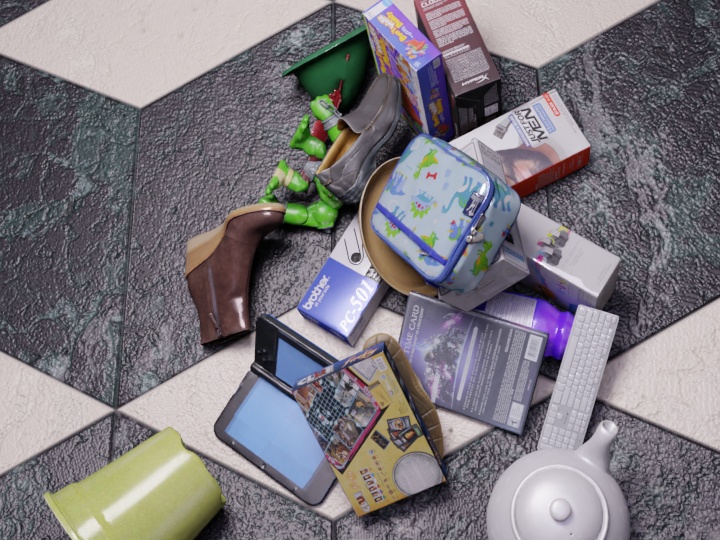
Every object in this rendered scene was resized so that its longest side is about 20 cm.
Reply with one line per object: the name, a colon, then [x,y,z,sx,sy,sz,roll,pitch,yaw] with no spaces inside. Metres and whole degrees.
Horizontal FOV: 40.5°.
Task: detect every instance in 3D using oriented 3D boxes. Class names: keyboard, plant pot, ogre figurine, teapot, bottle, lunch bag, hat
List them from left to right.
plant pot: [-0.286,0.315,1.295,0.184,0.201,0.200,-39,67,-18]
ogre figurine: [-0.062,-0.146,1.453,0.119,0.098,0.202,27,85,-9]
hat: [-0.020,-0.263,1.529,0.198,0.166,0.178,-24,99,23]
plant pot: [0.072,-0.060,1.389,0.027,0.198,0.203,-16,58,52]
lunch bag: [0.104,-0.073,1.262,0.162,0.082,0.200,-60,38,13]
bottle: [0.231,0.078,1.346,0.196,0.065,0.085,12,76,14]
teapot: [0.243,0.312,1.211,0.194,0.146,0.203,-13,68,5]
keyboard: [0.289,0.150,1.298,0.055,0.011,0.204,16,93,3]

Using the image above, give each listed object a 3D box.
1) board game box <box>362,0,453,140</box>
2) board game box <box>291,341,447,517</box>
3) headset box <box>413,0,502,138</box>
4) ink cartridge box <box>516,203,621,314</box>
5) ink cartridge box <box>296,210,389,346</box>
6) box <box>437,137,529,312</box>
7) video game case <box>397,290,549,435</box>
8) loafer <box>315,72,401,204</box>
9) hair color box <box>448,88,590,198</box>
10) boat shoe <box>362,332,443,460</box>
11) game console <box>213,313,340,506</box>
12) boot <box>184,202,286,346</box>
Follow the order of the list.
board game box: [0.073,-0.286,1.437,0.044,0.201,0.135,-34,63,-6]
board game box: [0.013,0.209,1.274,0.134,0.035,0.202,-23,105,10]
headset box: [0.144,-0.316,1.468,0.076,0.149,0.203,-21,68,0]
ink cartridge box: [0.254,-0.018,1.352,0.198,0.115,0.068,32,77,20]
ink cartridge box: [0.000,0.000,1.429,0.093,0.044,0.202,27,76,20]
box: [0.149,-0.062,1.314,0.116,0.060,0.203,-35,49,33]
video game case: [0.144,0.125,1.332,0.197,0.019,0.145,17,105,17]
loafer: [0.000,-0.198,1.384,0.072,0.072,0.203,0,65,52]
hair color box: [0.226,-0.169,1.444,0.198,0.064,0.112,-28,68,0]
boat shoe: [0.060,0.175,1.324,0.073,0.066,0.203,-19,96,2]
game console: [-0.097,0.190,1.340,0.198,0.172,0.118,31,50,19]
boot: [-0.173,0.006,1.423,0.198,0.072,0.169,-24,70,31]
